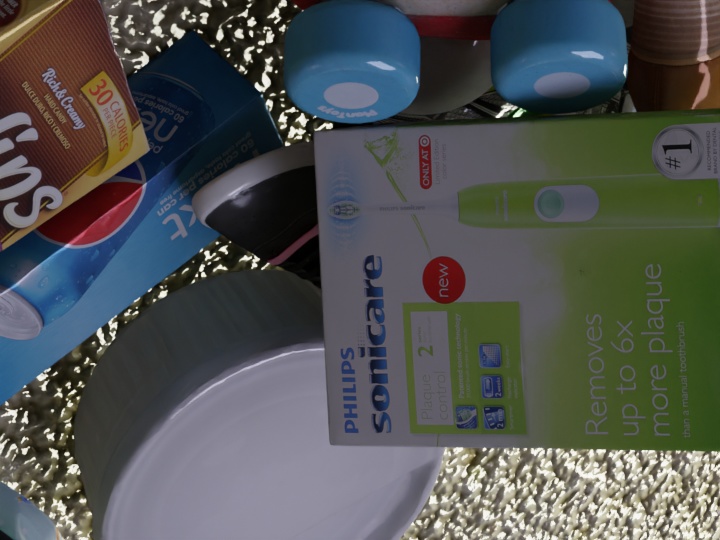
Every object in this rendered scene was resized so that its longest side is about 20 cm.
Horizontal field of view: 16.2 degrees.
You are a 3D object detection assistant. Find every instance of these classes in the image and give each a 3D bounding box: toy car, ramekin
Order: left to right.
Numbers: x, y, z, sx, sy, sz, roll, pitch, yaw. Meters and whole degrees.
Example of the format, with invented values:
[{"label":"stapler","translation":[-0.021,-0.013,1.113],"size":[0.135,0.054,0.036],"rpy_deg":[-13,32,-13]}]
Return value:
[{"label":"ramekin","translation":[-0.061,0.090,1.357],"size":[0.201,0.094,0.203],"rpy_deg":[-17,134,-18]},{"label":"toy car","translation":[0.047,-0.134,1.202],"size":[0.176,0.185,0.200],"rpy_deg":[-2,156,5]}]

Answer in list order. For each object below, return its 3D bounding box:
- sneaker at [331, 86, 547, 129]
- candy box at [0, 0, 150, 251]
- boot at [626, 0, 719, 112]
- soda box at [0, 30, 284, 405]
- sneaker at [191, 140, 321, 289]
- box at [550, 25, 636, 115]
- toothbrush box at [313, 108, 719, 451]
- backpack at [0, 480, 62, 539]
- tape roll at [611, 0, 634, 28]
[{"label":"sneaker","translation":[0.060,-0.108,1.351],"size":[0.200,0.078,0.086],"rpy_deg":[-27,134,-40]},{"label":"candy box","translation":[-0.199,-0.052,1.141],"size":[0.200,0.056,0.117],"rpy_deg":[-37,142,-17]},{"label":"boot","translation":[0.187,-0.103,1.243],"size":[0.200,0.073,0.156],"rpy_deg":[-27,121,-47]},{"label":"soda box","translation":[-0.133,-0.023,1.229],"size":[0.200,0.064,0.068],"rpy_deg":[-39,144,-13]},{"label":"sneaker","translation":[0.000,0.000,1.240],"size":[0.071,0.100,0.200],"rpy_deg":[-33,156,27]},{"label":"box","translation":[0.161,-0.043,1.353],"size":[0.157,0.050,0.201],"rpy_deg":[-19,135,-35]},{"label":"toothbrush box","translation":[0.087,0.003,1.140],"size":[0.086,0.199,0.147],"rpy_deg":[-11,100,-63]},{"label":"backpack","translation":[-0.247,0.164,1.194],"size":[0.200,0.175,0.153],"rpy_deg":[-57,175,31]},{"label":"tape roll","translation":[0.206,-0.167,1.367],"size":[0.202,0.037,0.203],"rpy_deg":[-33,147,-25]}]
